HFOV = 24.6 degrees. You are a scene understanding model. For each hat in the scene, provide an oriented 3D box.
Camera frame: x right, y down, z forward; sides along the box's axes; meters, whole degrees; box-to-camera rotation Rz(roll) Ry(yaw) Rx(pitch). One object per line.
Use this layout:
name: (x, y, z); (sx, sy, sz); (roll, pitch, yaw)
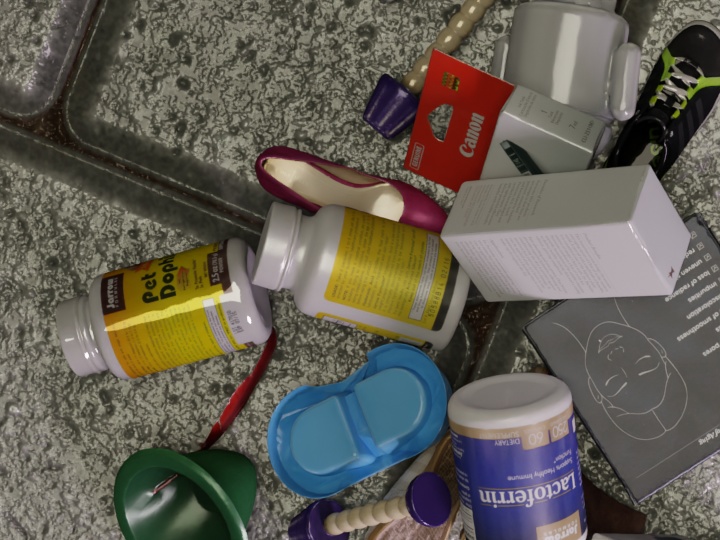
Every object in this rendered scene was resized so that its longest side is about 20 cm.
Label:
hat: (-0.130, 0.206, 1.675); (0.166, 0.176, 0.200); (47, 133, 3)

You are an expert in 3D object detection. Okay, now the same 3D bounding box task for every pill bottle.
pill bottle: (0.148, 0.205, 1.519); (0.115, 0.116, 0.202); (-7, 104, 7)
pill bottle: (-0.195, 0.043, 1.636); (0.199, 0.109, 0.110); (-15, 88, 7)
pill bottle: (0.000, 0.000, 1.590); (0.199, 0.111, 0.112); (16, 92, -8)

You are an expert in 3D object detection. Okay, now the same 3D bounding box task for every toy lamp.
toy lamp: (0.002, 0.239, 1.590); (0.199, 0.058, 0.059); (-22, 86, 48)
toy lamp: (0.077, -0.217, 1.620); (0.058, 0.058, 0.200); (38, 93, 6)

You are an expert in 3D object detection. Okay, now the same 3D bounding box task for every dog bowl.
dog bowl: (0.004, 0.149, 1.618); (0.199, 0.050, 0.112); (-28, 72, 20)

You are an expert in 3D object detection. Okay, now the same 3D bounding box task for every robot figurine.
robot figurine: (0.194, -0.185, 1.583); (0.169, 0.112, 0.202); (11, 92, 44)

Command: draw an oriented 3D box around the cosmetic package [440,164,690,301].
cosmetic package: (0.185, -0.032, 1.501); (0.199, 0.102, 0.072); (-2, 50, 38)

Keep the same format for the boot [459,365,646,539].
boot: (0.203, 0.210, 1.617); (0.165, 0.072, 0.201); (20, 93, -3)

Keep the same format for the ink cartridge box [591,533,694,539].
ink cartridge box: (0.287, 0.314, 1.564); (0.067, 0.199, 0.118); (15, 92, 42)

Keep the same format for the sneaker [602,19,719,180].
sneaker: (0.297, -0.147, 1.586); (0.071, 0.083, 0.201); (27, 93, 6)

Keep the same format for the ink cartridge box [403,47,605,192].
ink cartridge box: (0.124, -0.103, 1.556); (0.173, 0.200, 0.044); (24, 59, 7)

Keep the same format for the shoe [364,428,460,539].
shoe: (0.061, 0.235, 1.638); (0.070, 0.053, 0.201); (33, 98, -14)

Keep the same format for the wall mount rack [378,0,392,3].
wall mount rack: (0.052, -0.365, 1.621); (0.173, 0.075, 0.201); (-37, 81, 10)

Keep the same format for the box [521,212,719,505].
box: (0.289, 0.081, 1.567); (0.199, 0.124, 0.197); (-33, 84, 7)

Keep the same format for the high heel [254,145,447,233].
high heel: (-0.007, -0.073, 1.618); (0.199, 0.096, 0.068); (25, 93, 7)
